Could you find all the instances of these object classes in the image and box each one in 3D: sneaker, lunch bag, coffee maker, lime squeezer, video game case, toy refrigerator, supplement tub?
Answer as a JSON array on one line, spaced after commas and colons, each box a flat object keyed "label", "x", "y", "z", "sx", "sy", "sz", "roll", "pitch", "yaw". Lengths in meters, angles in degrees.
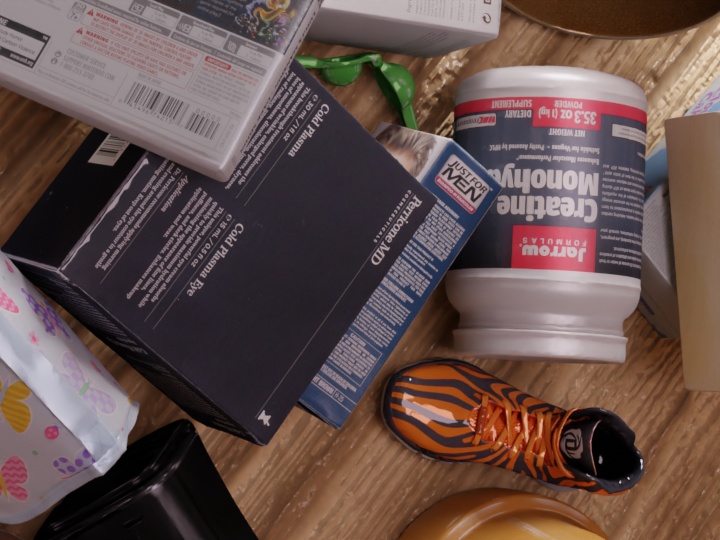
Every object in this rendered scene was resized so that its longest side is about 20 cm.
[{"label": "sneaker", "x": 0.119, "y": 0.110, "z": 1.392, "sx": 0.199, "sy": 0.112, "sz": 0.078, "roll": 16, "pitch": 81, "yaw": -25}, {"label": "lunch bag", "x": -0.234, "y": 0.057, "z": 1.170, "sx": 0.127, "sy": 0.200, "sz": 0.170, "roll": -47, "pitch": 108, "yaw": -20}, {"label": "coffee maker", "x": -0.102, "y": 0.213, "z": 1.235, "sx": 0.134, "sy": 0.192, "sz": 0.201, "roll": -35, "pitch": 102, "yaw": -6}, {"label": "lime squeezer", "x": -0.007, "y": -0.126, "z": 1.390, "sx": 0.199, "sy": 0.038, "sz": 0.071, "roll": 28, "pitch": 107, "yaw": -24}, {"label": "video game case", "x": -0.126, "y": -0.168, "z": 1.156, "sx": 0.199, "sy": 0.023, "sz": 0.183, "roll": 23, "pitch": 74, "yaw": 13}, {"label": "toy refrigerator", "x": 0.276, "y": -0.015, "z": 1.428, "sx": 0.076, "sy": 0.070, "sz": 0.201, "roll": -5, "pitch": 91, "yaw": -32}, {"label": "supplement tub", "x": 0.132, "y": -0.037, "z": 1.390, "sx": 0.140, "sy": 0.140, "sz": 0.201, "roll": 5, "pitch": 85, "yaw": -26}]

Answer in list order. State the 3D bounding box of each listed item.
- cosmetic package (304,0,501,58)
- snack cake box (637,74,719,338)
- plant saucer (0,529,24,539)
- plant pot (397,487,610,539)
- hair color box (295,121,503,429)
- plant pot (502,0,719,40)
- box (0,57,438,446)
[{"label": "cosmetic package", "x": -0.012, "y": -0.204, "z": 1.344, "sx": 0.199, "sy": 0.107, "sz": 0.085, "roll": 7, "pitch": 85, "yaw": -27}, {"label": "snack cake box", "x": 0.276, "y": -0.057, "z": 1.503, "sx": 0.200, "sy": 0.067, "sz": 0.115, "roll": -46, "pitch": 106, "yaw": -21}, {"label": "plant saucer", "x": -0.250, "y": 0.254, "z": 1.185, "sx": 0.199, "sy": 0.034, "sz": 0.202, "roll": 1, "pitch": 96, "yaw": 11}, {"label": "plant pot", "x": 0.134, "y": 0.257, "z": 1.354, "sx": 0.199, "sy": 0.183, "sz": 0.202, "roll": 1, "pitch": 87, "yaw": -26}, {"label": "hair color box", "x": 0.000, "y": 0.000, "z": 1.325, "sx": 0.060, "sy": 0.100, "sz": 0.200, "roll": 39, "pitch": 80, "yaw": -30}, {"label": "plant pot", "x": 0.193, "y": -0.300, "z": 1.425, "sx": 0.186, "sy": 0.186, "sz": 0.201, "roll": 19, "pitch": 66, "yaw": -24}, {"label": "box", "x": -0.087, "y": -0.028, "z": 1.219, "sx": 0.182, "sy": 0.104, "sz": 0.200, "roll": 43, "pitch": 74, "yaw": -27}]
